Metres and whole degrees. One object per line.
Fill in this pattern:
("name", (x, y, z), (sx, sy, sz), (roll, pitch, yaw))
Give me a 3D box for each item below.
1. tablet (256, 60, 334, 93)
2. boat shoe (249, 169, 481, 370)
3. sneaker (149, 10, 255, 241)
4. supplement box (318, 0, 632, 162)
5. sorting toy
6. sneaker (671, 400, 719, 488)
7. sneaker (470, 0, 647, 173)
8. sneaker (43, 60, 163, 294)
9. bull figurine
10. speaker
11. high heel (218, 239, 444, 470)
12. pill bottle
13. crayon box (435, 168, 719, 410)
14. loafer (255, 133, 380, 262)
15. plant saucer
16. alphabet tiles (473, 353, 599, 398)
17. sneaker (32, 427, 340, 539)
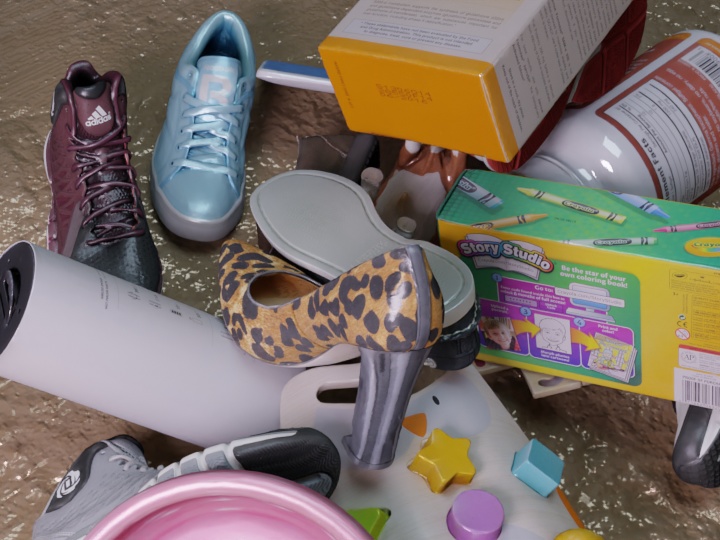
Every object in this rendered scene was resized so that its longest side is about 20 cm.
("tablet", (0.021, -0.137, 1.245), (0.199, 0.014, 0.130), (8, 10, -3))
("boat shoe", (0.000, 0.000, 1.034), (0.076, 0.060, 0.200), (-32, 43, -17))
("sneaker", (-0.115, -0.113, 1.199), (0.074, 0.082, 0.200), (3, 48, -6))
("supplement box", (0.084, -0.166, 1.029), (0.126, 0.074, 0.200), (15, 54, 36))
("sorting toy", (0.039, 0.127, 0.981), (0.200, 0.107, 0.180), (-15, 62, -23))
("sneaker", (0.232, 0.068, 1.120), (0.080, 0.074, 0.200), (7, 42, 18))
("sneaker", (0.103, -0.151, 1.104), (0.115, 0.078, 0.200), (25, 46, 30))
("sneaker", (-0.183, -0.065, 1.120), (0.075, 0.116, 0.200), (-9, 51, -18))
("bull figurine", (0.038, -0.051, 1.153), (0.065, 0.122, 0.200), (17, 53, 10))
("speaker", (-0.132, 0.051, 0.989), (0.200, 0.081, 0.081), (24, 39, -33))
("high heel", (-0.021, 0.000, 0.947), (0.071, 0.143, 0.200), (-12, 42, -32))
("pill bottle", (0.189, -0.080, 1.152), (0.200, 0.112, 0.112), (-34, 62, -27))
("crayon box", (0.153, 0.012, 1.042), (0.200, 0.119, 0.058), (11, 43, 23))
("loafer", (-0.044, -0.025, 1.150), (0.071, 0.073, 0.200), (11, 42, 14))
("plant saucer", (-0.068, 0.204, 0.883), (0.200, 0.201, 0.051), (16, 6, 4))
("alphabet tiles", (0.139, 0.011, 1.145), (0.166, 0.006, 0.200), (-13, 39, -6))
("sneaker", (-0.113, 0.122, 0.961), (0.200, 0.075, 0.116), (-26, 32, 3))
